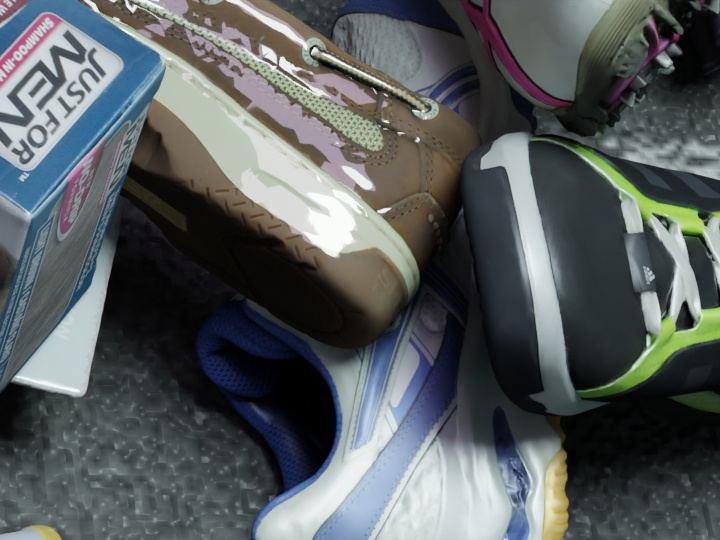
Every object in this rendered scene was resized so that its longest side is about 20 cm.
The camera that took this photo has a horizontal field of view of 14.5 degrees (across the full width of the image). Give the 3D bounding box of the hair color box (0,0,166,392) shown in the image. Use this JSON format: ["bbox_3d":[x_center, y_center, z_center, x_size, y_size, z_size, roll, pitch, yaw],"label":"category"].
[{"bbox_3d":[-0.152,-0.058,0.678,0.200,0.100,0.061,33,54,5],"label":"hair color box"}]

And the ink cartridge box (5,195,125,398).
[{"bbox_3d":[-0.146,-0.057,0.768,0.174,0.044,0.200,15,54,-10],"label":"ink cartridge box"}]

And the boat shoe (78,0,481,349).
[{"bbox_3d":[-0.059,-0.065,0.724,0.202,0.075,0.075,37,71,3],"label":"boat shoe"}]

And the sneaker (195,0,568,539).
[{"bbox_3d":[0.000,0.000,0.761,0.088,0.075,0.200,4,56,-16],"label":"sneaker"}]

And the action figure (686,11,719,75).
[{"bbox_3d":[0.076,-0.158,0.867,0.069,0.130,0.200,-31,88,-21],"label":"action figure"}]

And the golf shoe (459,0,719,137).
[{"bbox_3d":[0.046,-0.089,0.732,0.092,0.200,0.073,38,96,-9],"label":"golf shoe"}]

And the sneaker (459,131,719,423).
[{"bbox_3d":[0.092,-0.003,0.732,0.200,0.083,0.072,9,69,-64],"label":"sneaker"}]

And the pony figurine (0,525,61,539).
[{"bbox_3d":[-0.149,0.111,0.606,0.200,0.167,0.193,-6,66,-40],"label":"pony figurine"}]
